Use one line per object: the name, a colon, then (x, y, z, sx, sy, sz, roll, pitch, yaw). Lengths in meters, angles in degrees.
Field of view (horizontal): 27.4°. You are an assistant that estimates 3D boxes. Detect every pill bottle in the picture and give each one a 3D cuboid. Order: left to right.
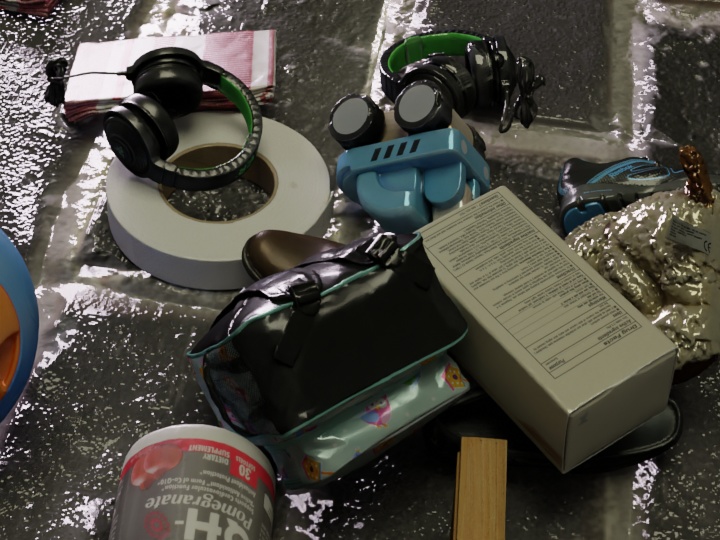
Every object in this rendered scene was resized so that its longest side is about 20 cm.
pill bottle: (-0.116, 0.210, 0.965, 0.109, 0.112, 0.202, 3, 44, 0)

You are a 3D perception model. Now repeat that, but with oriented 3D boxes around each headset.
headset: (-0.185, -0.136, 1.301, 0.198, 0.094, 0.125, 24, 57, -3)
headset: (0.099, -0.188, 1.388, 0.122, 0.095, 0.200, -23, 39, -24)

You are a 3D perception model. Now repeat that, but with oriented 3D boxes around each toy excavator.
toy excavator: (0.067, -0.052, 1.247, 0.192, 0.100, 0.203, -9, 63, 26)

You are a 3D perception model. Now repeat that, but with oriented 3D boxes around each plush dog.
plush dog: (0.224, -0.006, 1.185, 0.171, 0.162, 0.199, -13, 15, 45)

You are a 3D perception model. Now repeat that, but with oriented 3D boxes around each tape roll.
tape roll: (-0.124, -0.065, 1.299, 0.200, 0.037, 0.204, 2, 44, -2)

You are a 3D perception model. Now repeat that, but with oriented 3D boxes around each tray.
tray: (0.074, 0.220, 0.974, 0.036, 0.099, 0.202, 5, 44, 4)

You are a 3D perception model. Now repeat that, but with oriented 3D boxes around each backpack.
backpack: (-0.029, 0.066, 1.071, 0.175, 0.155, 0.199, -30, 11, -25)

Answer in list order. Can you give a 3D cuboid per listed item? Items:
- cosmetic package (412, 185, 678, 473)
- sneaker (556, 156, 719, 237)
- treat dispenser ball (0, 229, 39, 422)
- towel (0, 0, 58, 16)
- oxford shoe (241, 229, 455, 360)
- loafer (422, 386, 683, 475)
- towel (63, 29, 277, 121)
cosmetic package: (0.124, 0.038, 1.069, 0.104, 0.072, 0.200, -26, 51, -20)
sneaker: (0.272, -0.071, 1.305, 0.197, 0.074, 0.083, 2, 42, -3)
treat dispenser ball: (-0.331, 0.040, 1.060, 0.198, 0.203, 0.202, 2, 44, -2)
towel: (-0.393, -0.331, 1.555, 0.197, 0.023, 0.145, 12, 44, 8)
oxford shoe: (0.000, 0.000, 1.190, 0.197, 0.085, 0.073, 17, 52, 5)
loafer: (0.145, 0.115, 1.098, 0.197, 0.070, 0.069, -1, 75, -3)
towel: (-0.178, -0.188, 1.405, 0.197, 0.023, 0.145, -4, 33, 0)
